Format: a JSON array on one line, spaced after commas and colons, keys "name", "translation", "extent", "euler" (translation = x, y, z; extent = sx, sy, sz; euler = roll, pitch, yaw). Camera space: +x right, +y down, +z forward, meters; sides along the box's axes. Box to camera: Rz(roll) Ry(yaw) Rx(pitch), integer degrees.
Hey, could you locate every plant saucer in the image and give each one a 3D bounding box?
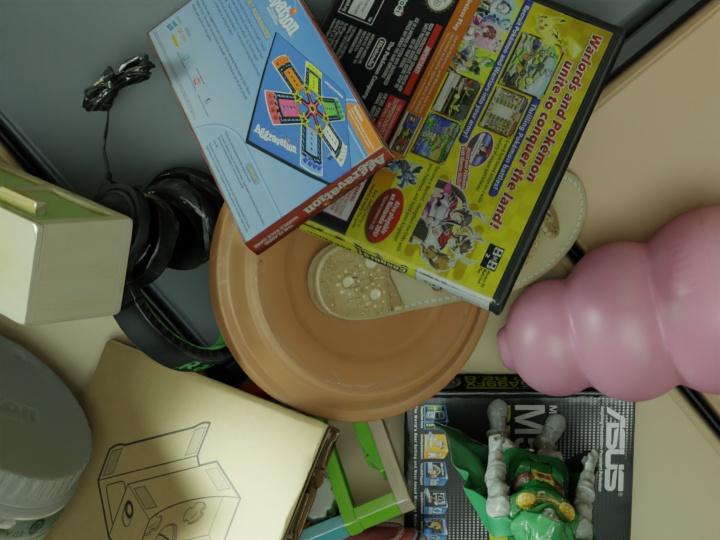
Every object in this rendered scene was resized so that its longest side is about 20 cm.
[{"name": "plant saucer", "translation": [0.000, 0.000, 1.048], "extent": [0.200, 0.032, 0.201], "euler": [0, 91, -23]}]

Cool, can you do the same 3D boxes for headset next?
[{"name": "headset", "translation": [-0.126, -0.035, 1.038], "extent": [0.094, 0.123, 0.200], "euler": [-29, 86, 33]}]

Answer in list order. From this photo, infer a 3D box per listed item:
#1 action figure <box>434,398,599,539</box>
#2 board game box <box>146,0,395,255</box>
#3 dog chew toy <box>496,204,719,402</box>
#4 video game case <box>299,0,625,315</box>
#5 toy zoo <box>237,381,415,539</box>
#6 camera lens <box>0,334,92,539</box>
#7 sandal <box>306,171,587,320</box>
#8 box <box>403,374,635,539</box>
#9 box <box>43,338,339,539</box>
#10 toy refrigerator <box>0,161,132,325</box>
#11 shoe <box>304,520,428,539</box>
[{"name": "action figure", "translation": [0.108, 0.133, 0.992], "extent": [0.118, 0.200, 0.055], "euler": [12, 103, -2]}, {"name": "board game box", "translation": [-0.061, -0.112, 0.999], "extent": [0.103, 0.200, 0.019], "euler": [-35, 143, 10]}, {"name": "dog chew toy", "translation": [0.189, 0.030, 1.054], "extent": [0.199, 0.125, 0.125], "euler": [-13, 104, 13]}, {"name": "video game case", "translation": [0.045, -0.096, 1.005], "extent": [0.180, 0.026, 0.200], "euler": [23, 76, 10]}, {"name": "toy zoo", "translation": [-0.075, 0.141, 1.086], "extent": [0.199, 0.131, 0.020], "euler": [-23, 146, 4]}, {"name": "camera lens", "translation": [-0.292, 0.153, 1.062], "extent": [0.160, 0.160, 0.200], "euler": [37, 111, -8]}, {"name": "sandal", "translation": [0.073, -0.012, 1.023], "extent": [0.211, 0.070, 0.078], "euler": [-18, 99, -21]}, {"name": "box", "translation": [0.110, 0.173, 1.127], "extent": [0.160, 0.044, 0.201], "euler": [1, 104, 2]}, {"name": "box", "translation": [-0.122, 0.150, 1.056], "extent": [0.200, 0.021, 0.164], "euler": [17, 84, 34]}, {"name": "toy refrigerator", "translation": [-0.239, -0.032, 1.010], "extent": [0.200, 0.076, 0.070], "euler": [23, 109, 38]}, {"name": "shoe", "translation": [-0.054, 0.190, 1.105], "extent": [0.200, 0.071, 0.091], "euler": [-19, 103, 27]}]
